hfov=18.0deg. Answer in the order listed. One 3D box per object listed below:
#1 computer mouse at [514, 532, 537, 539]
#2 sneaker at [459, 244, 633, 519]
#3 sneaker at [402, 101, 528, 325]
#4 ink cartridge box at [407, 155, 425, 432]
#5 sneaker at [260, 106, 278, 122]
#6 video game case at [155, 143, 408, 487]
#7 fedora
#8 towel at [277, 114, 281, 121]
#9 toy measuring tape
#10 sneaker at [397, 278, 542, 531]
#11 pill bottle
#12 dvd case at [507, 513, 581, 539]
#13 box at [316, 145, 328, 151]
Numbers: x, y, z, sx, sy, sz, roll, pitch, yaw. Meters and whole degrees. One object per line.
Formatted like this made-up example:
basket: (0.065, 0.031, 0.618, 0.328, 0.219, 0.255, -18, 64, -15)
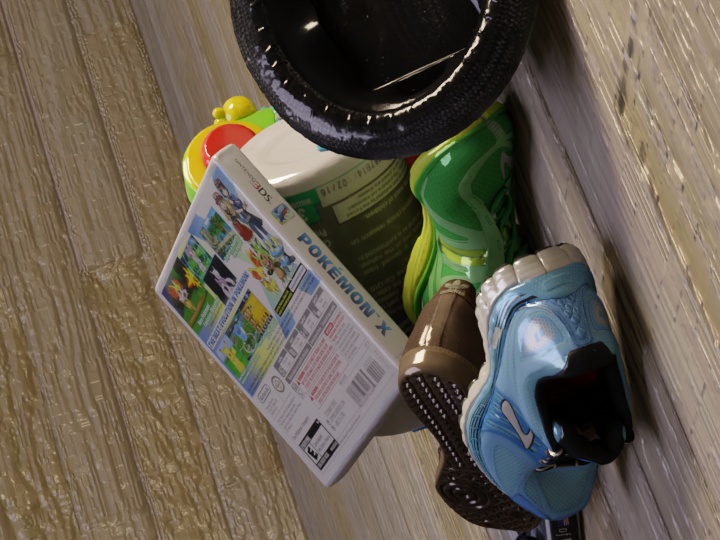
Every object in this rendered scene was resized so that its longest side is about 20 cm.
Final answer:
computer mouse: (0.092, 0.143, 1.466, 0.059, 0.034, 0.201, -125, 20, -61)
sneaker: (0.104, 0.081, 1.230, 0.200, 0.078, 0.090, 82, 164, -51)
sneaker: (0.075, -0.024, 1.362, 0.084, 0.074, 0.200, 37, 149, 26)
ink cartridge box: (0.036, -0.003, 1.615, 0.116, 0.067, 0.201, -117, 13, -60)
sneaker: (-0.046, -0.121, 1.813, 0.200, 0.079, 0.078, -49, -49, -72)
video game case: (-0.049, 0.034, 1.449, 0.182, 0.022, 0.200, 48, 152, 9)
fedora: (0.026, -0.152, 1.220, 0.092, 0.200, 0.201, 13, -125, -60)
towel: (-0.026, -0.142, 1.658, 0.193, 0.034, 0.201, -45, -51, -71)
toy measuring tape: (-0.086, -0.036, 1.564, 0.074, 0.073, 0.201, 87, 177, -58)
sneaker: (0.078, 0.085, 1.364, 0.200, 0.070, 0.076, 67, -144, -52)
pill bottle: (0.000, 0.000, 1.480, 0.200, 0.113, 0.113, 66, 176, -23)
dvd case: (0.110, 0.123, 1.509, 0.150, 0.025, 0.201, -117, 13, -52)
box: (-0.006, -0.176, 1.311, 0.049, 0.082, 0.201, -5, 103, 51)
